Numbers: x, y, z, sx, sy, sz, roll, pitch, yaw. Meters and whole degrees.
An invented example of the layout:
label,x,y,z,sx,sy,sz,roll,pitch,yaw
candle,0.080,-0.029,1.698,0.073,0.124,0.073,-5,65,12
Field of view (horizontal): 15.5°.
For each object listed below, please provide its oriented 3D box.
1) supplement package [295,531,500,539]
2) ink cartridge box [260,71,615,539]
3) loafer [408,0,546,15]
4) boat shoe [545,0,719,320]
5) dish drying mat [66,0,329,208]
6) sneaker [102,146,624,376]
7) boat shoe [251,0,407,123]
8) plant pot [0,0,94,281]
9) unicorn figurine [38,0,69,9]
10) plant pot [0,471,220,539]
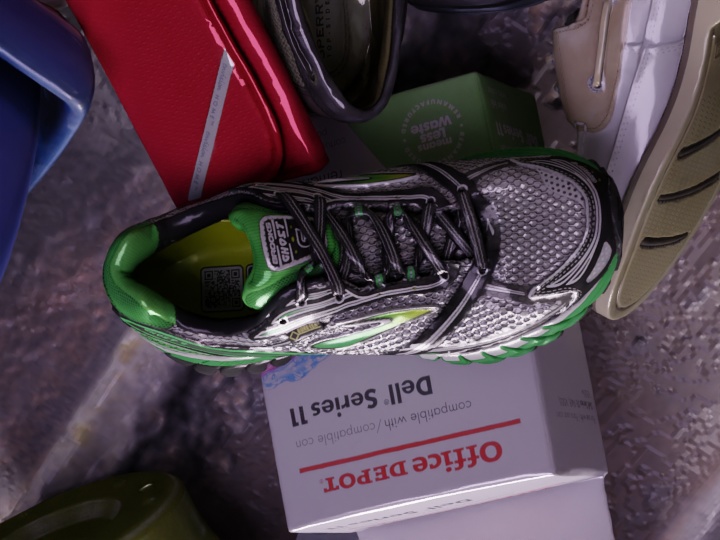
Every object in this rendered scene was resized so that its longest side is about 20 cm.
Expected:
label,x,y,z,sx,sy,sz,roll,pitch,yaw
supplement package,0.061,0.182,1.157,0.114,0.110,0.200,-20,115,23
ink cartridge box,0.024,0.035,1.039,0.117,0.067,0.201,-15,79,21
loafer,0.065,-0.146,0.948,0.072,0.073,0.200,8,159,-39
boat shoe,0.110,-0.081,1.010,0.068,0.075,0.200,27,114,24
dish drying mat,-0.085,-0.116,0.972,0.077,0.018,0.200,-14,111,39
sneaker,0.000,0.000,0.969,0.200,0.085,0.078,-12,80,16
boat shoe,-0.012,-0.150,0.964,0.072,0.066,0.201,-15,112,-28
plant pot,-0.219,-0.043,1.016,0.200,0.180,0.200,34,161,-7
unicorn figurine,-0.081,-0.139,1.015,0.137,0.074,0.200,17,126,7
plant pot,-0.101,0.201,1.173,0.200,0.200,0.193,-18,104,22
